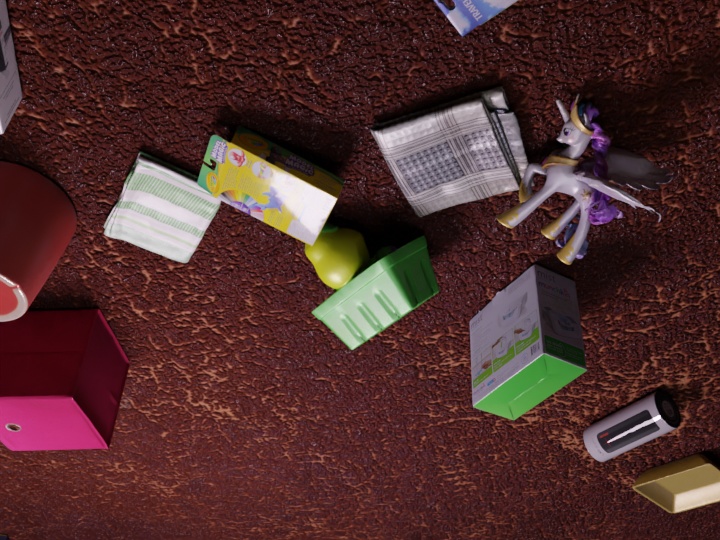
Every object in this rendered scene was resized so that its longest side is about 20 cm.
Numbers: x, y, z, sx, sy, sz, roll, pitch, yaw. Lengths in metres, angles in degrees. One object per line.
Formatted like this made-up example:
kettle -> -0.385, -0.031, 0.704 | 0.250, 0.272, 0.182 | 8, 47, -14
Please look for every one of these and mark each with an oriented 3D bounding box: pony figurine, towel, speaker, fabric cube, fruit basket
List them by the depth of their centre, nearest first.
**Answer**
pony figurine -> 0.308, -0.114, 1.068 | 0.191, 0.167, 0.202 | 32, 122, 6
towel -> 0.137, -0.159, 1.115 | 0.196, 0.035, 0.194 | -14, 137, 20
towel -> -0.312, -0.092, 1.244 | 0.150, 0.024, 0.200 | 21, 137, -21
fruit basket -> 0.000, 0.000, 1.269 | 0.212, 0.154, 0.221 | 13, 114, 32
fabric cube -> -0.580, 0.211, 1.494 | 0.194, 0.203, 0.198 | -1, 140, 5
speaker -> 0.561, 0.327, 1.634 | 0.080, 0.083, 0.200 | 24, 137, -24

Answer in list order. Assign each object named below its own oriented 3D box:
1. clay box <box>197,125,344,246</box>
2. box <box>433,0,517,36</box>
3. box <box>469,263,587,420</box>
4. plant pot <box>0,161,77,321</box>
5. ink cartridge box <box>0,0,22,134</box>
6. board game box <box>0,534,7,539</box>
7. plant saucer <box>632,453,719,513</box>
clay box -> -0.133, -0.127, 1.146 | 0.197, 0.048, 0.115 | 28, 137, -6
box -> 0.160, -0.361, 0.857 | 0.198, 0.048, 0.121 | -27, 131, 32
box -> 0.275, 0.123, 1.333 | 0.095, 0.179, 0.200 | 20, 138, -19
plant pot -> -0.558, -0.035, 1.212 | 0.195, 0.180, 0.203 | 3, 141, 2
ink cartridge box -> -0.518, -0.284, 0.979 | 0.141, 0.085, 0.202 | 10, 140, -6
board game box -> -1.190, 0.890, 2.488 | 0.161, 0.058, 0.202 | 10, 141, -4
plant saucer -> 0.771, 0.496, 1.847 | 0.198, 0.049, 0.198 | 34, 133, -31
